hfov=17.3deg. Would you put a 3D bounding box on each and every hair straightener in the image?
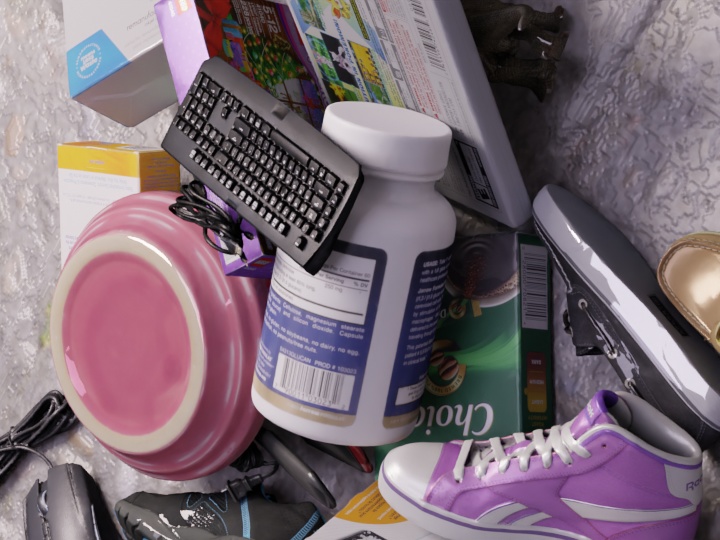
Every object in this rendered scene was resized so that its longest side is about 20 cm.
[{"bbox_3d":[-0.076,0.119,1.628,0.077,0.041,0.200,-45,40,-15],"label":"hair straightener"}]

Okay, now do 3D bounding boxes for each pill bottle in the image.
[{"bbox_3d":[0.000,0.000,1.501,0.111,0.111,0.202,23,110,35],"label":"pill bottle"}]

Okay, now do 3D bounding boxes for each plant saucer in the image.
[{"bbox_3d":[-0.145,0.047,1.621,0.199,0.051,0.202,6,100,39],"label":"plant saucer"}]

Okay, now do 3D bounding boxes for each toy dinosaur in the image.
[{"bbox_3d":[0.079,-0.150,1.519,0.101,0.200,0.078,13,107,-1],"label":"toy dinosaur"}]

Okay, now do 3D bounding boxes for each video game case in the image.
[{"bbox_3d":[0.021,-0.134,1.524,0.022,0.201,0.182,-39,39,-21],"label":"video game case"}]

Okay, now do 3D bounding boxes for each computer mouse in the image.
[{"bbox_3d":[-0.245,0.203,1.777,0.140,0.046,0.201,-33,67,28],"label":"computer mouse"}]

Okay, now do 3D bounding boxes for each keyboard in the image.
[{"bbox_3d":[-0.077,-0.060,1.482,0.200,0.039,0.105,39,109,50],"label":"keyboard"}]

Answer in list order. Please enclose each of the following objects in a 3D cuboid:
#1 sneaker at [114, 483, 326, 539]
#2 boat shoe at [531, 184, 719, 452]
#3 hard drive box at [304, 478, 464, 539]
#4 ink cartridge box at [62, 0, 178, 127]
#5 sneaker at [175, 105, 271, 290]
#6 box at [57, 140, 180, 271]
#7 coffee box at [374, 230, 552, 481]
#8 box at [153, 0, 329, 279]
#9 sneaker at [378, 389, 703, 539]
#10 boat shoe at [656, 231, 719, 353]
[{"bbox_3d":[-0.098,0.188,1.665,0.199,0.082,0.074,12,136,50],"label":"sneaker"},{"bbox_3d":[0.162,0.035,1.484,0.066,0.070,0.200,-47,69,22],"label":"boat shoe"},{"bbox_3d":[0.064,0.214,1.445,0.199,0.156,0.077,16,112,20],"label":"hard drive box"},{"bbox_3d":[-0.157,-0.221,1.713,0.115,0.067,0.201,-27,57,31],"label":"ink cartridge box"},{"bbox_3d":[-0.100,-0.033,1.675,0.084,0.076,0.201,-31,65,33],"label":"sneaker"},{"bbox_3d":[-0.173,0.009,1.713,0.119,0.041,0.202,10,105,53],"label":"box"},{"bbox_3d":[0.067,0.078,1.559,0.122,0.044,0.202,-3,84,36],"label":"coffee box"},{"bbox_3d":[-0.060,-0.091,1.612,0.039,0.136,0.201,-26,71,33],"label":"box"},{"bbox_3d":[0.112,0.112,1.445,0.199,0.073,0.115,10,124,7],"label":"sneaker"},{"bbox_3d":[0.251,0.035,1.412,0.200,0.066,0.074,34,106,34],"label":"boat shoe"}]
